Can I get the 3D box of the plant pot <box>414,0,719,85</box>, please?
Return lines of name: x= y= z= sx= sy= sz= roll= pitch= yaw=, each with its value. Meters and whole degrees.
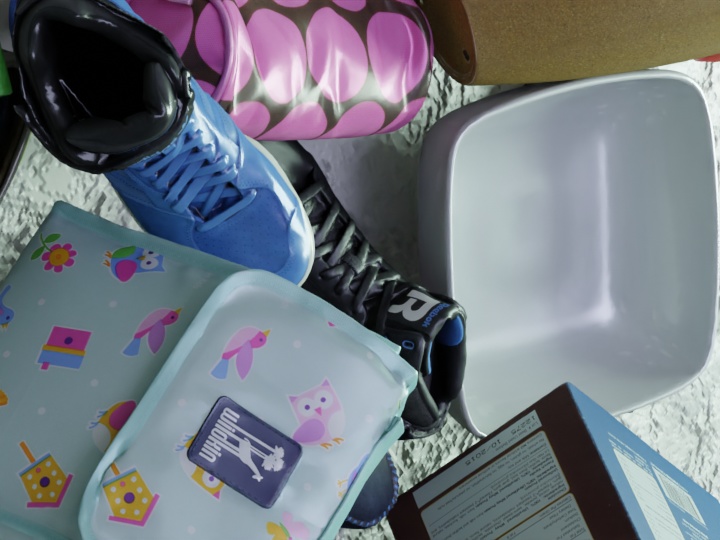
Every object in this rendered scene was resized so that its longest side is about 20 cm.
plant pot: x=0.129 y=-0.183 z=1.451 sx=0.199 sy=0.186 sz=0.188 roll=-24 pitch=111 yaw=-15

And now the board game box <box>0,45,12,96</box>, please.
board game box: x=-0.254 y=-0.157 z=1.173 sx=0.152 sy=0.040 sz=0.201 roll=-18 pitch=106 yaw=-18

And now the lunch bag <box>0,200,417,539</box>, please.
lunch bag: x=-0.091 y=0.081 z=1.211 sx=0.171 sy=0.199 sz=0.122 roll=-58 pitch=151 yaw=-23

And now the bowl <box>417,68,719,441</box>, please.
bowl: x=0.112 y=-0.016 z=1.516 sx=0.199 sy=0.074 sz=0.201 roll=-13 pitch=108 yaw=-31

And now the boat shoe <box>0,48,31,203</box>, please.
boat shoe: x=-0.215 y=-0.020 z=1.244 sx=0.072 sy=0.060 sz=0.203 roll=39 pitch=66 yaw=-38

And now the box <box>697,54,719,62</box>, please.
box: x=0.272 y=-0.236 z=1.686 sx=0.100 sy=0.095 sz=0.201 roll=53 pitch=58 yaw=-32

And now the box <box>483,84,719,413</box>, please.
box: x=0.148 y=-0.033 z=1.619 sx=0.143 sy=0.036 sz=0.200 roll=-53 pitch=124 yaw=-29

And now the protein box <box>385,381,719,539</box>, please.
protein box: x=0.145 y=0.209 z=1.476 sx=0.198 sy=0.135 sz=0.201 roll=37 pitch=24 yaw=-48

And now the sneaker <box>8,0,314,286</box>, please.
sneaker: x=-0.093 y=-0.055 z=1.221 sx=0.077 sy=0.111 sz=0.200 roll=-35 pitch=104 yaw=6

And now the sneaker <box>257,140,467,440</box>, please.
sneaker: x=0.000 y=0.000 z=1.421 sx=0.073 sy=0.111 sz=0.201 roll=-43 pitch=121 yaw=-35

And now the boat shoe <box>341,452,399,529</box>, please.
boat shoe: x=-0.035 y=0.070 z=1.368 sx=0.200 sy=0.068 sz=0.084 roll=48 pitch=60 yaw=-35

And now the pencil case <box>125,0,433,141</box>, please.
pencil case: x=-0.045 y=-0.116 z=1.363 sx=0.199 sy=0.090 sz=0.094 roll=-10 pitch=124 yaw=-56
